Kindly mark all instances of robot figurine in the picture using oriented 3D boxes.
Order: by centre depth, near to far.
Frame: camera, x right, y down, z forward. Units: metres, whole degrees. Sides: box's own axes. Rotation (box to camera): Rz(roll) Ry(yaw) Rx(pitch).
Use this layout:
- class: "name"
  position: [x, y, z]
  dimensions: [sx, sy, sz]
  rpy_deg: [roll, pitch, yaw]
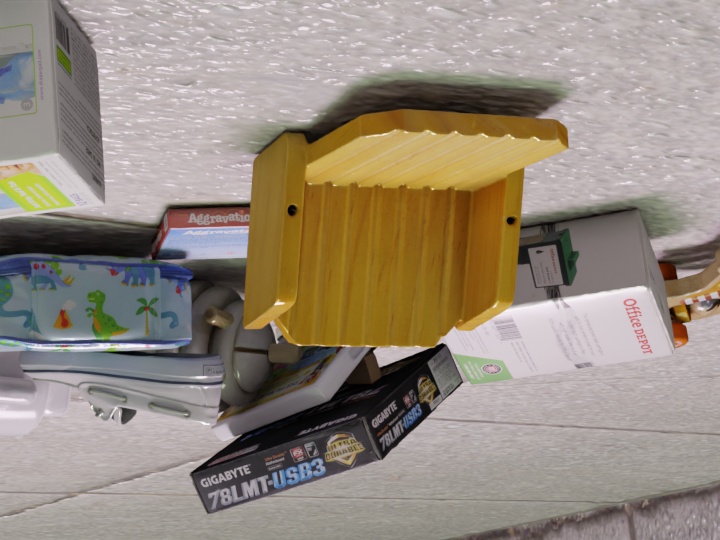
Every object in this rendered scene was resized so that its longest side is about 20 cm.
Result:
- class: "robot figurine"
  position: [-0.373, 0.100, 1.857]
  dimensions: [0.199, 0.114, 0.169]
  rpy_deg: [4, -178, -37]

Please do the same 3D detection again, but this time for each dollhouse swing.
- class: "dollhouse swing"
  position: [0.042, -0.025, 1.431]
  dimensions: [0.198, 0.184, 0.175]
  rpy_deg: [2, -175, -27]

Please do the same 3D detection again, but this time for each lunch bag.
- class: "lunch bag"
  position: [-0.253, 0.029, 1.655]
  dimensions: [0.198, 0.083, 0.160]
  rpy_deg: [2, 175, -29]

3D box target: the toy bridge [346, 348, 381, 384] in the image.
- class: "toy bridge"
  position: [0.040, 0.059, 1.861]
  dimensions: [0.067, 0.027, 0.199]
  rpy_deg: [-5, -162, 43]

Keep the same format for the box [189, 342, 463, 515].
- class: "box"
  position: [-0.028, 0.145, 1.800]
  dimensions: [0.199, 0.050, 0.198]
  rpy_deg: [-22, -175, 30]

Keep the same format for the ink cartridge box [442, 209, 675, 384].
- class: "ink cartridge box"
  position: [0.175, 0.027, 1.779]
  dimensions: [0.198, 0.085, 0.146]
  rpy_deg: [-9, 150, 14]

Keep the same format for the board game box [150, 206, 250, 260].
- class: "board game box"
  position: [-0.071, -0.032, 1.640]
  dimensions: [0.198, 0.020, 0.103]
  rpy_deg: [-2, 167, -15]

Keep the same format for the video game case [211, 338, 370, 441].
- class: "video game case"
  position: [-0.038, 0.074, 1.828]
  dimensions: [0.200, 0.023, 0.182]
  rpy_deg: [-25, -159, 54]

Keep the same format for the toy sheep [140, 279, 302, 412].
- class: "toy sheep"
  position: [-0.147, 0.072, 1.804]
  dimensions: [0.198, 0.139, 0.138]
  rpy_deg: [8, 173, 24]

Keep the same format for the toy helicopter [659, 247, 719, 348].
- class: "toy helicopter"
  position: [0.348, 0.013, 1.880]
  dimensions: [0.131, 0.080, 0.200]
  rpy_deg: [-4, 162, -11]

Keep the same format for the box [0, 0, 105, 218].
- class: "box"
  position: [-0.262, -0.088, 1.159]
  dimensions: [0.198, 0.102, 0.113]
  rpy_deg: [-7, 166, 6]

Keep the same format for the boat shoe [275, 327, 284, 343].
- class: "boat shoe"
  position: [-0.011, 0.068, 1.979]
  dimensions: [0.072, 0.062, 0.199]
  rpy_deg: [7, 162, -42]

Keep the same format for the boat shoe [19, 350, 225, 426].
- class: "boat shoe"
  position: [-0.214, 0.103, 1.715]
  dimensions: [0.198, 0.067, 0.073]
  rpy_deg: [3, -178, 26]
